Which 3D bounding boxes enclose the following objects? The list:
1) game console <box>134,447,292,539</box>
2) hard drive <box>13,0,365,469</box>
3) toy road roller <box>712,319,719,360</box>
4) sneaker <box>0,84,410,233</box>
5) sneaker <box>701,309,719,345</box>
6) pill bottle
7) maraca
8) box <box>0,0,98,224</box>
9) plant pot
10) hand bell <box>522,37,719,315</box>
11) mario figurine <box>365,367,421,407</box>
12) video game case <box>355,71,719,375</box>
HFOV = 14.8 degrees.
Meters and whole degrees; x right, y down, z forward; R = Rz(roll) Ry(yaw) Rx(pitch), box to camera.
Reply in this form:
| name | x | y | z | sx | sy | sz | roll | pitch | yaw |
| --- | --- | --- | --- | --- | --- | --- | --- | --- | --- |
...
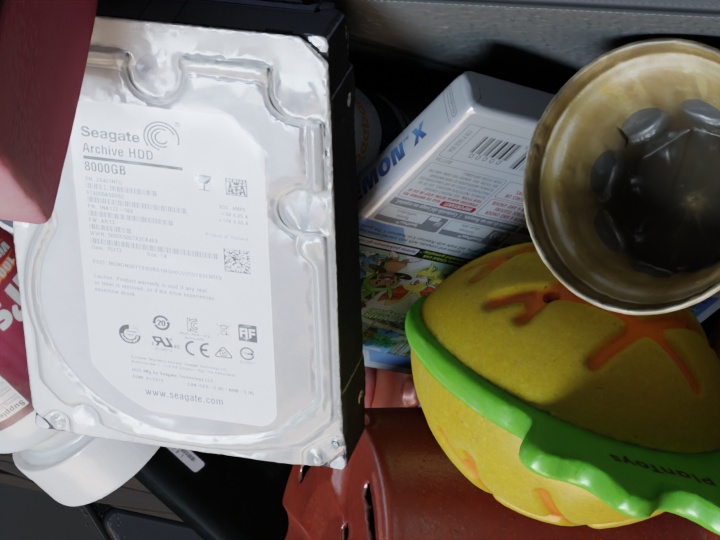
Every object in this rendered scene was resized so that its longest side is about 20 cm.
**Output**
| name | x | y | z | sx | sy | sz | roll | pitch | yaw |
| --- | --- | --- | --- | --- | --- | --- | --- | --- | --- |
| game console | -0.070 | 0.086 | 1.573 | 0.200 | 0.176 | 0.116 | 40 | 149 | 16 |
| hard drive | -0.070 | -0.017 | 1.108 | 0.140 | 0.200 | 0.038 | 7 | -148 | 14 |
| toy road roller | 0.222 | 0.089 | 1.320 | 0.146 | 0.200 | 0.123 | 34 | -165 | 19 |
| sneaker | -0.082 | -0.055 | 1.171 | 0.200 | 0.079 | 0.079 | -5 | 169 | 19 |
| sneaker | 0.116 | 0.038 | 1.354 | 0.200 | 0.060 | 0.104 | -22 | 167 | -26 |
| pill bottle | -0.184 | 0.020 | 1.376 | 0.110 | 0.110 | 0.200 | -4 | 137 | 52 |
| maraca | 0.090 | 0.053 | 1.093 | 0.137 | 0.107 | 0.200 | 11 | -162 | -22 |
| box | -0.172 | -0.096 | 0.953 | 0.128 | 0.109 | 0.200 | 9 | 169 | 6 |
| plant pot | 0.074 | 0.141 | 1.220 | 0.195 | 0.201 | 0.201 | 7 | 171 | -20 |
| hand bell | 0.153 | -0.016 | 1.103 | 0.104 | 0.104 | 0.200 | 4 | 170 | 30 |
| mario figurine | 0.046 | 0.055 | 1.459 | 0.200 | 0.124 | 0.106 | 4 | 135 | -4 |
| video game case | 0.074 | -0.007 | 1.175 | 0.200 | 0.022 | 0.182 | 12 | 142 | -33 |
